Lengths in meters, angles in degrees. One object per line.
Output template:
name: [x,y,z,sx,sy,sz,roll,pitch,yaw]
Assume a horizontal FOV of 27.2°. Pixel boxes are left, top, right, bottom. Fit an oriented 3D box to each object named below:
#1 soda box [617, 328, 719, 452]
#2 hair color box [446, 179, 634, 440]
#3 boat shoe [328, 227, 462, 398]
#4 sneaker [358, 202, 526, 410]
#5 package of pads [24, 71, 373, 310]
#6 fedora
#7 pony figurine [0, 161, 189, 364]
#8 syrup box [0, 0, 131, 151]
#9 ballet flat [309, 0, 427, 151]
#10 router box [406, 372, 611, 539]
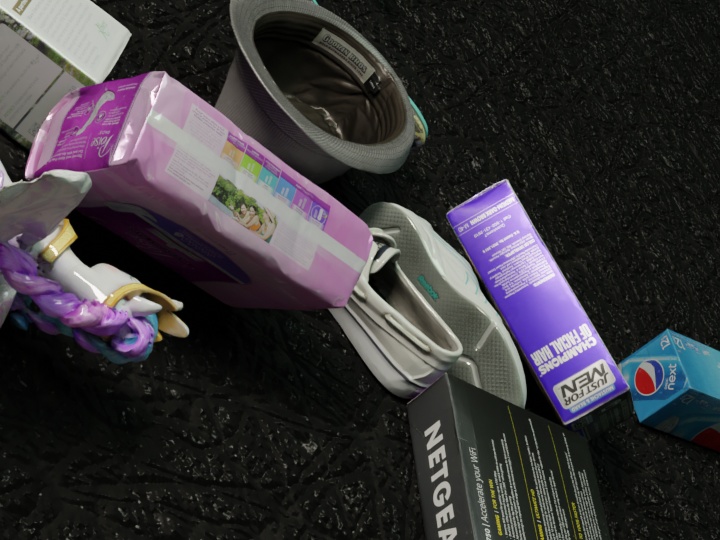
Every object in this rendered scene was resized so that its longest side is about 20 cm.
soda box: [0.334,0.123,1.397,0.200,0.064,0.068,21,41,-38]
hair color box: [0.147,0.037,1.212,0.200,0.065,0.109,60,3,20]
boat shoe: [0.000,0.000,1.104,0.200,0.066,0.072,55,31,10]
sneaker: [0.076,0.029,1.168,0.201,0.070,0.080,59,25,15]
package of pads: [-0.100,-0.044,0.946,0.200,0.120,0.076,35,65,-38]
fedora: [-0.050,-0.128,1.160,0.177,0.090,0.200,56,31,11]
pony figurine: [-0.203,-0.015,0.804,0.200,0.167,0.193,38,19,14]
syrup box: [-0.257,-0.175,0.958,0.200,0.079,0.082,38,32,-17]
ballet flat: [-0.030,-0.166,1.268,0.200,0.072,0.072,48,30,-1]
router box: [0.113,0.184,1.056,0.149,0.051,0.200,27,37,-30]
